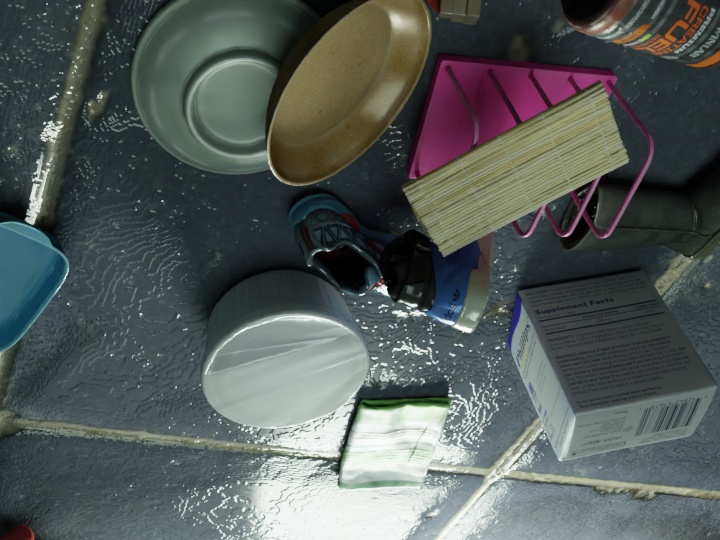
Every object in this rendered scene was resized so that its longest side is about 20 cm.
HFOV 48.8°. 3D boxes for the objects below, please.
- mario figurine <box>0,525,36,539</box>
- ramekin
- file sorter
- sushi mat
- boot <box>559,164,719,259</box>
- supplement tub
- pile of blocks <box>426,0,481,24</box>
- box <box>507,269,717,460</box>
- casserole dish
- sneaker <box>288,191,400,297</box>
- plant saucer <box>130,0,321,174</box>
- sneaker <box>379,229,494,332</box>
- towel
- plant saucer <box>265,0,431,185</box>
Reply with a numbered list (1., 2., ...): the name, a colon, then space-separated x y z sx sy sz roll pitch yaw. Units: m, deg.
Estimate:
1. mario figurine: -0.474 0.456 1.167 0.124 0.105 0.200 -53 143 -13
2. ramekin: -0.093 0.088 0.941 0.199 0.095 0.204 -8 135 -8
3. file sorter: 0.168 -0.116 0.801 0.197 0.126 0.140 1 133 -17
4. sushi mat: 0.141 -0.087 0.723 0.198 0.012 0.096 -27 131 15
5. boot: 0.356 -0.085 0.935 0.197 0.073 0.183 10 127 -16
6. supplement tub: 0.290 -0.249 0.724 0.197 0.108 0.108 8 130 -22
7. pile of blocks: 0.078 -0.301 0.647 0.061 0.083 0.202 7 124 3
8. box: 0.308 0.115 1.007 0.181 0.202 0.106 -8 136 -8
9. casserole dish: -0.386 0.010 0.822 0.120 0.039 0.200 27 119 -34
10. sneaker: 0.000 0.000 0.883 0.199 0.096 0.079 28 124 -34
11. plant saucer: -0.110 -0.161 0.732 0.197 0.051 0.202 -8 133 -8
12. sneaker: 0.079 -0.017 0.848 0.110 0.201 0.077 20 123 -2
13. towel: 0.049 0.266 1.196 0.147 0.031 0.202 -1 132 -16
14. plant saucer: -0.017 -0.167 0.711 0.200 0.035 0.201 -40 159 -18
